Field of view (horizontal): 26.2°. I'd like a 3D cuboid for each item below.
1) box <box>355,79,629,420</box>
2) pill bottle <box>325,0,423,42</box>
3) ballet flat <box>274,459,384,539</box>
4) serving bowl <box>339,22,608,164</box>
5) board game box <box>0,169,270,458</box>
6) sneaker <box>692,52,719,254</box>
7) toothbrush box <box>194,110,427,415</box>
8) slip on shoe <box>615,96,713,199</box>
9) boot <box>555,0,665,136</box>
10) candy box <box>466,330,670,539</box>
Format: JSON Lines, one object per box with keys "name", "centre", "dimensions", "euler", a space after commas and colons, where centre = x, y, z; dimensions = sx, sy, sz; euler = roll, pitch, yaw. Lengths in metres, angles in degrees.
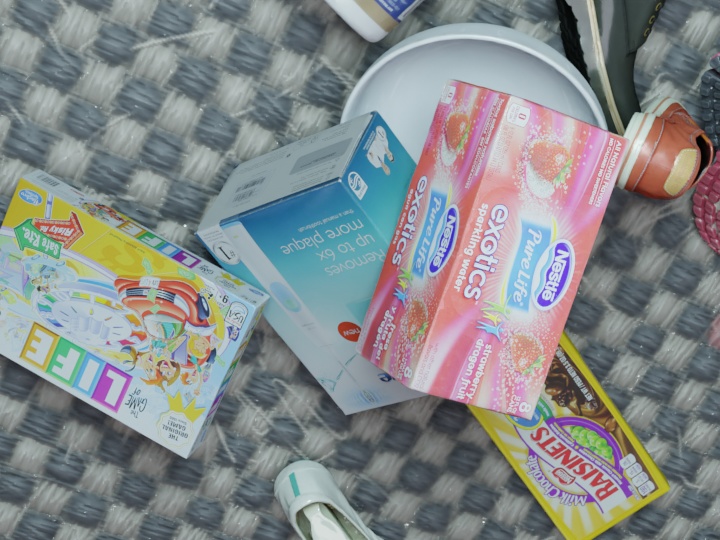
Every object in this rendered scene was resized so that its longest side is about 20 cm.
{"name": "box", "centre": [0.087, -0.014, 1.035], "dimensions": [0.102, 0.095, 0.201], "euler": [17, 96, -27]}
{"name": "pill bottle", "centre": [0.044, -0.261, 1.053], "dimensions": [0.200, 0.111, 0.111], "euler": [-42, 114, 10]}
{"name": "ballet flat", "centre": [-0.008, 0.245, 1.301], "dimensions": [0.069, 0.070, 0.200], "euler": [-32, 116, 6]}
{"name": "serving bowl", "centre": [0.087, -0.099, 1.144], "dimensions": [0.199, 0.066, 0.201], "euler": [7, 127, 9]}
{"name": "board game box", "centre": [-0.183, 0.032, 1.145], "dimensions": [0.199, 0.034, 0.135], "euler": [28, 109, 6]}
{"name": "sneaker", "centre": [0.312, -0.088, 1.201], "dimensions": [0.075, 0.080, 0.201], "euler": [-34, 134, -36]}
{"name": "toothbrush box", "centre": [0.000, 0.000, 1.145], "dimensions": [0.146, 0.085, 0.200], "euler": [-16, 124, 37]}
{"name": "slip on shoe", "centre": [0.224, -0.083, 1.124], "dimensions": [0.061, 0.200, 0.074], "euler": [25, 103, 11]}
{"name": "boot", "centre": [0.215, -0.194, 1.127], "dimensions": [0.138, 0.078, 0.201], "euler": [-20, 122, 0]}
{"name": "candy box", "centre": [0.172, 0.140, 1.306], "dimensions": [0.102, 0.026, 0.200], "euler": [-33, 115, 10]}
